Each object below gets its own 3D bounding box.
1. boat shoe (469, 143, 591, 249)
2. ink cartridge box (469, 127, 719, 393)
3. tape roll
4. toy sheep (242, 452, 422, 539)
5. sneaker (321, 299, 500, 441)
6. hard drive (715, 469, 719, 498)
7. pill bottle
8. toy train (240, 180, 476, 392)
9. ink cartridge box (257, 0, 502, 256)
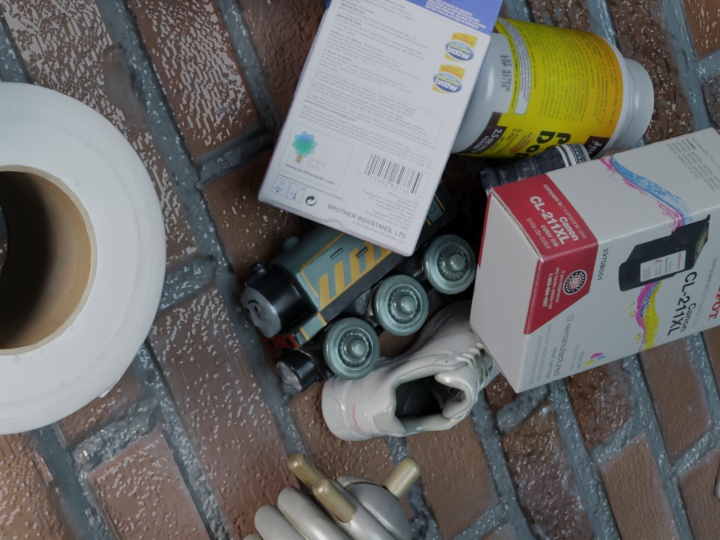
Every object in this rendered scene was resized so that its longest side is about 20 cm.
[{"bbox_3d":[0.135,-0.021,1.125,0.090,0.071,0.201,-11,139,-5],"label":"boat shoe"},{"bbox_3d":[0.193,-0.009,1.044,0.199,0.083,0.146,-16,137,-19],"label":"ink cartridge box"},{"bbox_3d":[-0.236,-0.012,0.834,0.201,0.139,0.205,-4,97,-35],"label":"tape roll"},{"bbox_3d":[-0.027,0.214,1.014,0.200,0.138,0.138,-44,119,-4],"label":"toy sheep"},{"bbox_3d":[0.072,0.086,1.088,0.199,0.099,0.078,-29,111,-30],"label":"sneaker"},{"bbox_3d":[0.448,0.182,1.412,0.199,0.026,0.133,16,86,-35],"label":"hard drive"},{"bbox_3d":[0.139,-0.142,1.105,0.199,0.109,0.110,1,95,-35],"label":"pill bottle"},{"bbox_3d":[0.000,0.000,1.044,0.200,0.085,0.114,-40,103,-22],"label":"toy train"},{"bbox_3d":[0.015,-0.124,0.987,0.119,0.042,0.201,21,92,-8],"label":"ink cartridge box"}]
